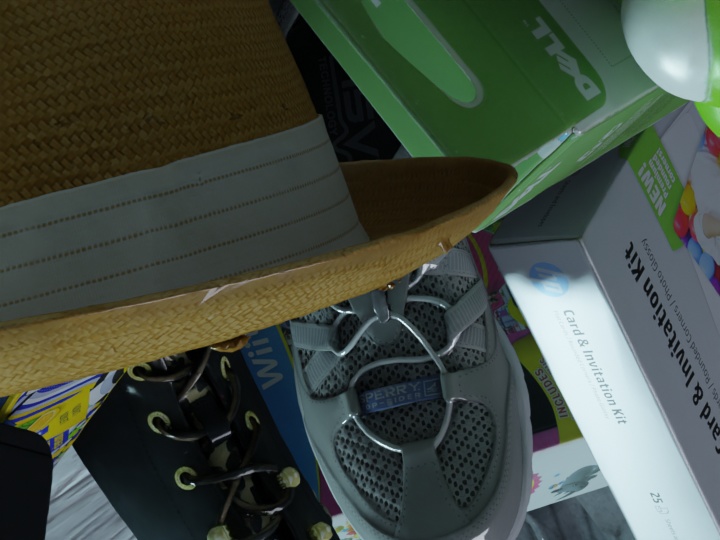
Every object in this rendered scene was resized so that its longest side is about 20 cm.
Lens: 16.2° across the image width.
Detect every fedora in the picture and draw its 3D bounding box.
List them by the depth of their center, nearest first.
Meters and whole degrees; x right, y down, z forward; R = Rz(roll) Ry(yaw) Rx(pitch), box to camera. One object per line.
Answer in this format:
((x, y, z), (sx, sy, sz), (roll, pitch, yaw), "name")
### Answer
((-0.065, -0.027, 0.493), (0.199, 0.082, 0.201), (-12, -173, 1), "fedora")

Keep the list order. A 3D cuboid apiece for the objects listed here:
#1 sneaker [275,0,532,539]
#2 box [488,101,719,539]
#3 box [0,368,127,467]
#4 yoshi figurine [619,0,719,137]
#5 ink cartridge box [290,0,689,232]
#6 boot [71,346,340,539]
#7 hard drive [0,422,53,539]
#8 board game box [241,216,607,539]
((0.000, 0.000, 0.800), (0.074, 0.201, 0.082), (-18, 165, 9), "sneaker")
((0.130, -0.014, 0.909), (0.041, 0.156, 0.200), (-3, -143, 38), "box")
((-0.116, 0.023, 0.766), (0.064, 0.070, 0.200), (-33, 173, -30), "box")
((0.081, -0.113, 0.685), (0.200, 0.112, 0.113), (57, 45, -52), "yoshi figurine")
((0.043, -0.081, 0.769), (0.200, 0.104, 0.059), (-32, 171, -47), "ink cartridge box")
((-0.055, 0.038, 0.837), (0.073, 0.154, 0.204), (-33, 174, -23), "boot")
((-0.155, 0.134, 0.743), (0.033, 0.141, 0.200), (17, 155, -29), "hard drive")
((0.037, 0.021, 0.988), (0.199, 0.148, 0.064), (-17, 157, -16), "board game box")
